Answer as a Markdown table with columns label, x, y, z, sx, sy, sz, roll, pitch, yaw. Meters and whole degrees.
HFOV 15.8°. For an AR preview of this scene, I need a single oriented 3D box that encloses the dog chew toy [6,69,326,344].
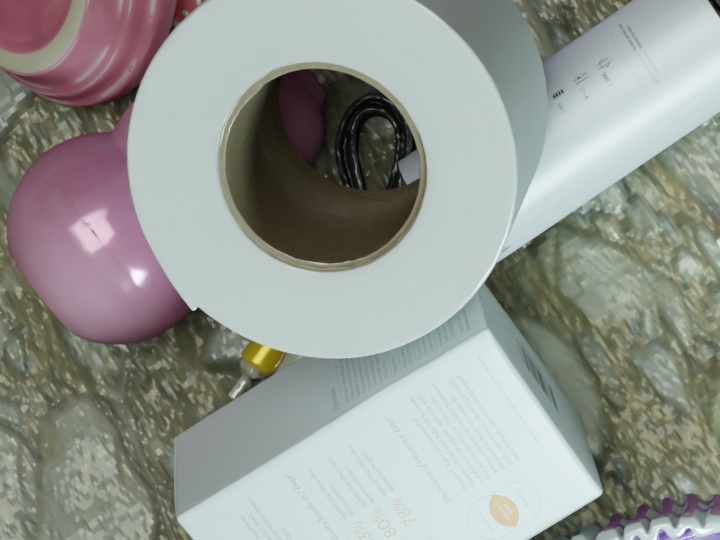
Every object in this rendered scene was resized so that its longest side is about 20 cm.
| label | x | y | z | sx | sy | sz | roll | pitch | yaw |
| --- | --- | --- | --- | --- | --- | --- | --- | --- | --- |
| dog chew toy | -0.105 | -0.049 | 1.494 | 0.200 | 0.125 | 0.125 | -38 | 76 | -1 |

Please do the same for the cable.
| label | x | y | z | sx | sy | sz | roll | pitch | yaw |
| --- | --- | --- | --- | --- | --- | --- | --- | --- | --- |
| cable | 0.000 | 0.000 | 1.491 | 0.097 | 0.050 | 0.201 | 20 | 91 | 14 |

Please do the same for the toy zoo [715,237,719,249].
| label | x | y | z | sx | sy | sz | roll | pitch | yaw |
| --- | --- | --- | --- | --- | --- | --- | --- | --- | --- |
| toy zoo | 0.313 | -0.010 | 1.424 | 0.200 | 0.020 | 0.132 | -31 | 77 | 10 |

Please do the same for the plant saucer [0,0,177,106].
| label | x | y | z | sx | sy | sz | roll | pitch | yaw |
| --- | --- | --- | --- | --- | --- | --- | --- | --- | --- |
| plant saucer | -0.186 | -0.192 | 1.506 | 0.200 | 0.051 | 0.201 | 17 | 114 | 43 |

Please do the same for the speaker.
| label | x | y | z | sx | sy | sz | roll | pitch | yaw |
| --- | --- | --- | --- | --- | --- | --- | --- | --- | --- |
| speaker | 0.123 | -0.084 | 1.451 | 0.200 | 0.081 | 0.081 | -35 | 77 | 9 |

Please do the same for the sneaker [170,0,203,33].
| label | x | y | z | sx | sy | sz | roll | pitch | yaw |
| --- | --- | --- | --- | --- | --- | --- | --- | --- | --- |
| sneaker | -0.096 | -0.171 | 1.519 | 0.200 | 0.074 | 0.087 | 4 | 99 | 37 |

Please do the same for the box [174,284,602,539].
| label | x | y | z | sx | sy | sz | roll | pitch | yaw |
| --- | --- | --- | --- | --- | --- | --- | --- | --- | --- |
| box | 0.012 | 0.107 | 1.427 | 0.200 | 0.098 | 0.125 | -32 | 113 | 9 |

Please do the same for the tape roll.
| label | x | y | z | sx | sy | sz | roll | pitch | yaw |
| --- | --- | --- | --- | --- | --- | --- | --- | --- | --- |
| tape roll | -0.008 | -0.071 | 1.349 | 0.202 | 0.139 | 0.204 | 4 | 109 | 10 |

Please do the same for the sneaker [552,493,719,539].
| label | x | y | z | sx | sy | sz | roll | pitch | yaw |
| --- | --- | --- | --- | --- | --- | --- | --- | --- | --- |
| sneaker | 0.130 | 0.186 | 1.429 | 0.200 | 0.080 | 0.089 | -23 | 86 | 17 |
